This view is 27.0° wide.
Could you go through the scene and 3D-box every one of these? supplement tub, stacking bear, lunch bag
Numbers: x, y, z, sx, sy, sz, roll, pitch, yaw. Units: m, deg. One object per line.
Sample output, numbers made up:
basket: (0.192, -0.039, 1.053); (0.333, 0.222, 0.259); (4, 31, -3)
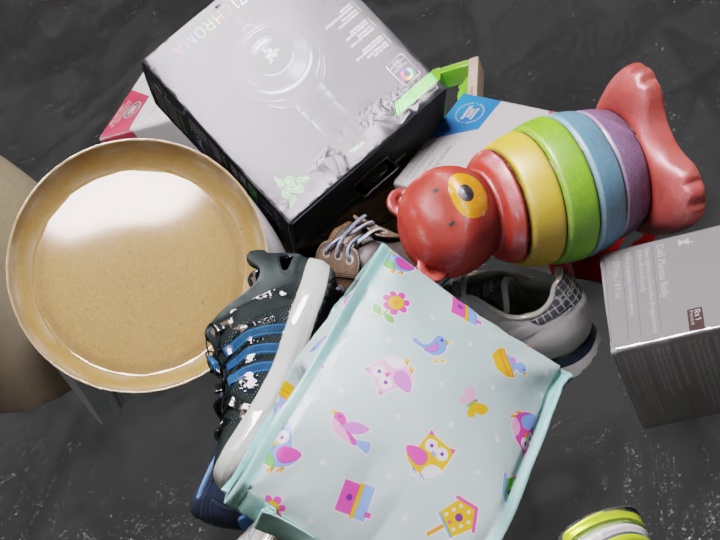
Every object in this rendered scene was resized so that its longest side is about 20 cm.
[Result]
supplement tub: (-0.169, 0.017, 1.237); (0.200, 0.145, 0.145); (-38, 39, -14)
stacking bear: (0.119, -0.052, 1.059); (0.199, 0.114, 0.122); (-17, 76, -18)
lunch bag: (0.022, 0.116, 0.979); (0.201, 0.170, 0.122); (-60, 4, -34)

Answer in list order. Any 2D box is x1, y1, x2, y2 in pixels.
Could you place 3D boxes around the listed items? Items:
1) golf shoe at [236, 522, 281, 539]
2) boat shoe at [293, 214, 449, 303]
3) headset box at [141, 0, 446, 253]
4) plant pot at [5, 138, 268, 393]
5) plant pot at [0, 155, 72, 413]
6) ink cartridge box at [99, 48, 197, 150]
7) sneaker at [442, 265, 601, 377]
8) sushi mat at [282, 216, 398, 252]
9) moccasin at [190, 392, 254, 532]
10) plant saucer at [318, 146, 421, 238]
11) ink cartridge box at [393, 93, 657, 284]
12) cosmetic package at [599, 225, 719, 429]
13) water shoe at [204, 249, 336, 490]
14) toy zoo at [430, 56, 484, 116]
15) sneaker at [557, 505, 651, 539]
golf shoe: (-0.061, 0.188, 1.043); (0.097, 0.079, 0.201); (-14, 33, 37)
boat shoe: (0.000, 0.000, 1.151); (0.072, 0.073, 0.200); (-42, 13, -29)
headset box: (-0.048, -0.138, 1.239); (0.174, 0.093, 0.200); (-40, 78, -10)
plant pot: (-0.170, -0.003, 1.153); (0.198, 0.028, 0.202); (1, 75, -4)
plant pot: (-0.321, -0.011, 1.314); (0.186, 0.201, 0.188); (-16, 40, 14)
ink cartridge box: (-0.129, -0.162, 1.441); (0.199, 0.084, 0.146); (-10, 39, 37)
sneaker: (0.077, 0.037, 1.122); (0.199, 0.081, 0.077); (-9, 43, 24)
sushi mat: (-0.012, -0.035, 1.309); (0.199, 0.012, 0.096); (8, 50, 36)
moccasin: (-0.083, 0.102, 1.140); (0.068, 0.081, 0.201); (-1, 44, 18)
plant saucer: (-0.028, -0.127, 1.298); (0.198, 0.029, 0.202); (0, 74, 0)
ink cartridge box: (0.142, -0.066, 1.201); (0.199, 0.067, 0.116); (16, 55, 35)
cosmetic package: (0.272, 0.026, 1.016); (0.199, 0.090, 0.107); (-18, 36, 17)
water shoe: (-0.080, 0.072, 1.082); (0.078, 0.072, 0.201); (15, 52, 11)
toy zoo: (0.016, -0.130, 1.383); (0.199, 0.021, 0.132); (-15, 34, 16)
sneaker: (0.108, 0.224, 0.902); (0.199, 0.074, 0.081); (-36, 43, -7)
